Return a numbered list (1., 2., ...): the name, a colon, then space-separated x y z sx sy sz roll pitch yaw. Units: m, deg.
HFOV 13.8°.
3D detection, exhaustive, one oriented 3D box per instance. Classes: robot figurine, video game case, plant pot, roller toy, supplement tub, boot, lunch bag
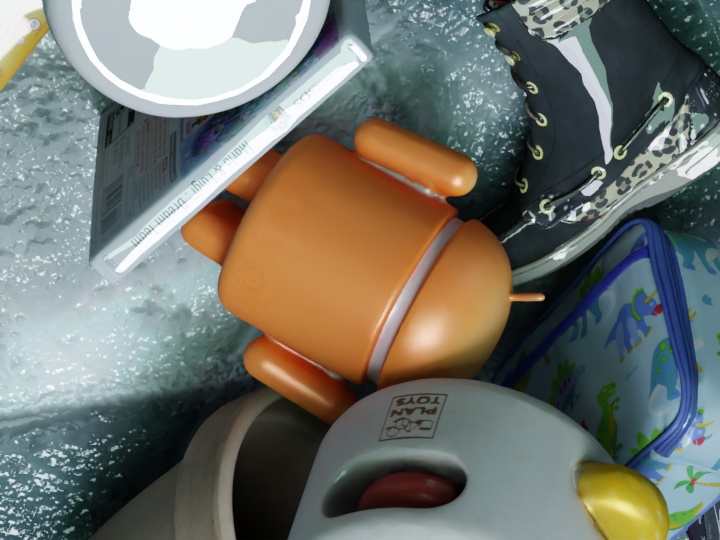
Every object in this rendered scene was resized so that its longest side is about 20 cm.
1. robot figurine: -0.001 0.002 1.674 0.199 0.144 0.117 29 154 9
2. video game case: -0.070 -0.095 1.575 0.182 0.200 0.024 -40 110 14
3. plant pot: -0.074 0.184 1.760 0.174 0.201 0.200 -25 126 35
4. roller toy: 0.054 0.154 1.631 0.182 0.140 0.200 27 137 -8
5. supplement tub: -0.097 -0.184 1.515 0.144 0.200 0.146 -5 122 -8
6. boot: 0.101 -0.089 1.695 0.203 0.074 0.154 -31 113 17
7. lunch bag: 0.151 0.077 1.730 0.082 0.161 0.200 14 140 -26

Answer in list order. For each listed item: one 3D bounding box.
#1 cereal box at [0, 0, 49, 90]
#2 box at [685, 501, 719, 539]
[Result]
1. cereal box: -0.272 -0.155 1.595 0.200 0.040 0.144 31 110 -26
2. box: 0.294 0.109 1.824 0.199 0.115 0.133 -12 124 -2
